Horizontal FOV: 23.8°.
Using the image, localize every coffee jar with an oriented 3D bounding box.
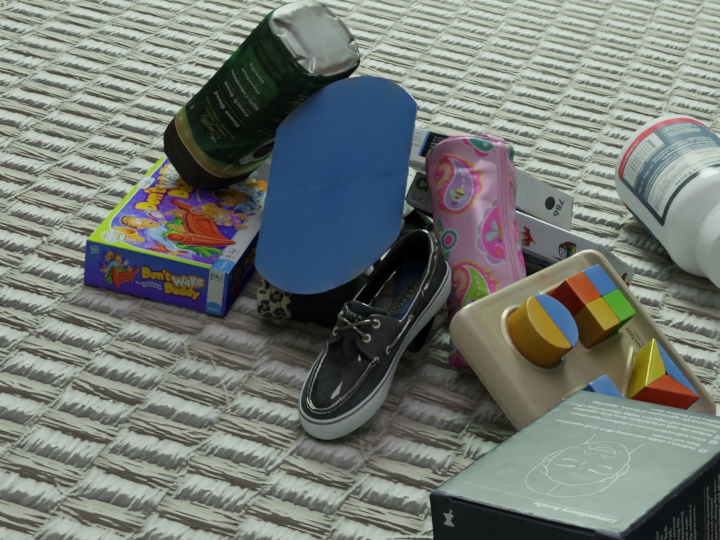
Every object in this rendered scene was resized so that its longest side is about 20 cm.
[{"bbox_3d":[-0.096,-0.158,1.581,0.086,0.200,0.104,54,38,7],"label":"coffee jar"}]

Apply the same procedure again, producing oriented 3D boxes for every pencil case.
[{"bbox_3d":[0.106,-0.015,1.471,0.087,0.087,0.202,-1,72,-19],"label":"pencil case"}]

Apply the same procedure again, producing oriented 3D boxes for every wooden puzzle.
[{"bbox_3d":[0.190,0.076,1.384,0.199,0.046,0.186,-24,73,-44],"label":"wooden puzzle"}]

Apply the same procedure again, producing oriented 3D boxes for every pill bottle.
[{"bbox_3d":[0.344,-0.063,1.707,0.118,0.121,0.200,-1,29,-18],"label":"pill bottle"}]

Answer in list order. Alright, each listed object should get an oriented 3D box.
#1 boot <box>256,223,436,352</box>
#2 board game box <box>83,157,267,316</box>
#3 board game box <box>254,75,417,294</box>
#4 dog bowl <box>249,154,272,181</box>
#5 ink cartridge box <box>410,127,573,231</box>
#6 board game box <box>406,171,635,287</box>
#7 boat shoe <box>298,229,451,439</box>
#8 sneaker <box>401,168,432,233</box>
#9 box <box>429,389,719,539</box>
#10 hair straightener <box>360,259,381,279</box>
[{"bbox_3d":[0.000,-0.001,1.536,0.152,0.074,0.204,10,26,8],"label":"boot"},{"bbox_3d":[-0.157,-0.035,1.579,0.133,0.045,0.200,13,27,8],"label":"board game box"},{"bbox_3d":[-0.011,-0.068,1.463,0.157,0.202,0.039,-9,-26,37],"label":"board game box"},{"bbox_3d":[-0.058,-0.130,1.780,0.198,0.059,0.201,6,27,-3],"label":"dog bowl"},{"bbox_3d":[0.129,-0.082,1.643,0.199,0.040,0.099,26,-4,-37],"label":"ink cartridge box"},{"bbox_3d":[0.152,-0.032,1.620,0.199,0.035,0.126,24,-1,25],"label":"board game box"},{"bbox_3d":[0.010,0.045,1.379,0.069,0.067,0.200,21,56,33],"label":"boat shoe"},{"bbox_3d":[0.004,-0.067,1.635,0.199,0.075,0.089,5,42,-46],"label":"sneaker"},{"bbox_3d":[0.165,0.174,1.171,0.147,0.108,0.199,9,22,37],"label":"box"},{"bbox_3d":[-0.015,-0.056,1.518,0.041,0.077,0.201,40,25,-41],"label":"hair straightener"}]
